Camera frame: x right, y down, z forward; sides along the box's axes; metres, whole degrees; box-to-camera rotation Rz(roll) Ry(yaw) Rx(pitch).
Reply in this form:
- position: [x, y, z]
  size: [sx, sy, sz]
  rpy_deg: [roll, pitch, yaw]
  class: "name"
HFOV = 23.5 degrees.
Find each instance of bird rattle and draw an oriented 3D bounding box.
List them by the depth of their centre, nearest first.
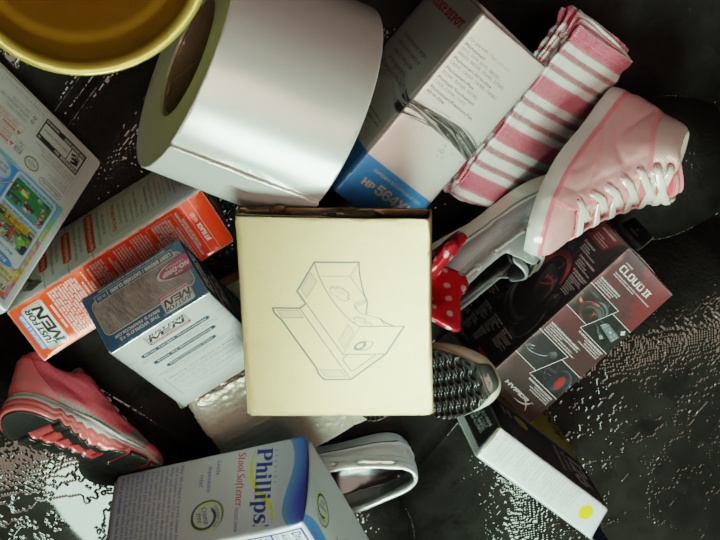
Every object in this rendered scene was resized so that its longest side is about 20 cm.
- position: [0.000, 0.000, 1.540]
  size: [0.200, 0.163, 0.113]
  rpy_deg: [-30, 126, 12]
  class: "bird rattle"

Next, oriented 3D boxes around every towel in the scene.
- position: [0.161, -0.141, 1.579]
  size: [0.200, 0.030, 0.146]
  rpy_deg: [-52, 153, 11]
  class: "towel"
- position: [-0.059, 0.115, 1.658]
  size: [0.200, 0.035, 0.133]
  rpy_deg: [-27, 129, -1]
  class: "towel"

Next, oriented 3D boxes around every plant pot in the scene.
- position: [-0.228, -0.276, 1.383]
  size: [0.200, 0.189, 0.202]
  rpy_deg: [-5, 113, -11]
  class: "plant pot"

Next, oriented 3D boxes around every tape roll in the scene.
- position: [-0.087, -0.156, 1.461]
  size: [0.139, 0.203, 0.203]
  rpy_deg: [20, 107, -21]
  class: "tape roll"

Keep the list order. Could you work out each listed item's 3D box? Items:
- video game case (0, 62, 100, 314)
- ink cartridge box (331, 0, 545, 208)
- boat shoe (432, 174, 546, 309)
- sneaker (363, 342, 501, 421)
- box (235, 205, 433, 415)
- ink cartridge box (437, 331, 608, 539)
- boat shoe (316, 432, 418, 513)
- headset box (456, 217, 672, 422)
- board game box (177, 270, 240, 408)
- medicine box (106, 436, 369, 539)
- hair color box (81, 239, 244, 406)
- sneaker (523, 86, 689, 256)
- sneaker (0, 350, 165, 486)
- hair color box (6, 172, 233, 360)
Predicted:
- position: [-0.332, -0.094, 1.462]
  size: [0.024, 0.182, 0.200]
  rpy_deg: [-16, 128, 44]
  class: "video game case"
- position: [0.055, -0.147, 1.526]
  size: [0.084, 0.146, 0.200]
  rpy_deg: [37, 101, -23]
  class: "ink cartridge box"
- position: [0.133, -0.017, 1.607]
  size: [0.200, 0.072, 0.070]
  rpy_deg: [-33, 156, -16]
  class: "boat shoe"
- position: [0.074, 0.089, 1.571]
  size: [0.093, 0.200, 0.071]
  rpy_deg: [-26, 97, -34]
  class: "sneaker"
- position: [-0.019, 0.037, 1.463]
  size: [0.163, 0.021, 0.201]
  rpy_deg: [0, 121, 3]
  class: "box"
- position: [0.166, 0.167, 1.657]
  size: [0.200, 0.198, 0.047]
  rpy_deg: [36, 102, -24]
  class: "ink cartridge box"
- position: [-0.041, 0.213, 1.702]
  size: [0.199, 0.065, 0.074]
  rpy_deg: [-20, 116, -3]
  class: "boat shoe"
- position: [0.190, 0.023, 1.628]
  size: [0.200, 0.149, 0.075]
  rpy_deg: [-43, 117, 7]
  class: "headset box"
- position: [-0.104, 0.046, 1.640]
  size: [0.200, 0.030, 0.096]
  rpy_deg: [-28, 115, -3]
  class: "board game box"
- position: [-0.111, 0.266, 1.633]
  size: [0.199, 0.103, 0.182]
  rpy_deg: [-13, 135, 13]
  class: "medicine box"
- position: [-0.157, 0.050, 1.517]
  size: [0.100, 0.061, 0.200]
  rpy_deg: [-32, 159, 1]
  class: "hair color box"
- position: [0.231, -0.078, 1.566]
  size: [0.200, 0.104, 0.075]
  rpy_deg: [-53, 159, -29]
  class: "sneaker"
- position: [-0.251, 0.137, 1.620]
  size: [0.074, 0.087, 0.200]
  rpy_deg: [-20, 143, 28]
  class: "sneaker"
- position: [-0.217, -0.015, 1.541]
  size: [0.200, 0.111, 0.064]
  rpy_deg: [-31, 116, 2]
  class: "hair color box"
